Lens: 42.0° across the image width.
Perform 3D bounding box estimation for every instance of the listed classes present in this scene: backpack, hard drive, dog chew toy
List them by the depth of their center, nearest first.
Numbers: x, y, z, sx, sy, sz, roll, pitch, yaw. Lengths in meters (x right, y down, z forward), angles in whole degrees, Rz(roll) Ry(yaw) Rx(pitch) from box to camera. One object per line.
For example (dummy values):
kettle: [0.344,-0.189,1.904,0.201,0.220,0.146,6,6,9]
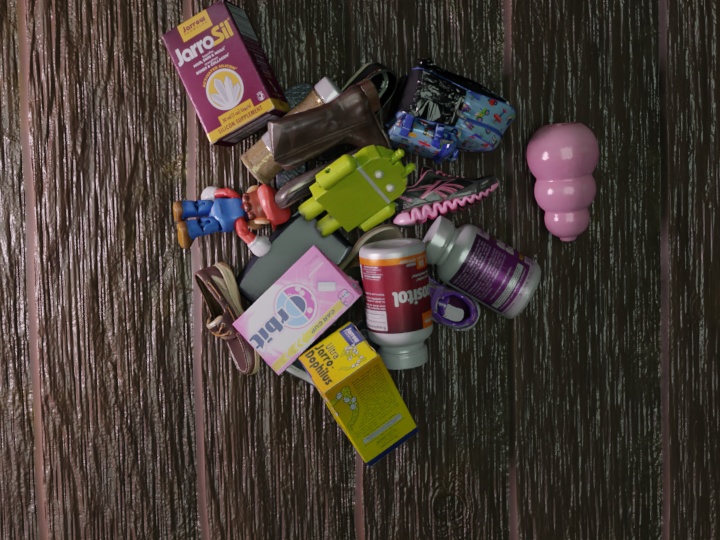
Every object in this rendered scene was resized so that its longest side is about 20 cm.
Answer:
backpack: [0.152,-0.252,1.576,0.198,0.183,0.136,18,88,-9]
dog chew toy: [0.353,-0.152,1.625,0.123,0.125,0.203,-7,102,-3]
hard drive: [-0.116,-0.005,1.639,0.135,0.042,0.200,43,90,-4]

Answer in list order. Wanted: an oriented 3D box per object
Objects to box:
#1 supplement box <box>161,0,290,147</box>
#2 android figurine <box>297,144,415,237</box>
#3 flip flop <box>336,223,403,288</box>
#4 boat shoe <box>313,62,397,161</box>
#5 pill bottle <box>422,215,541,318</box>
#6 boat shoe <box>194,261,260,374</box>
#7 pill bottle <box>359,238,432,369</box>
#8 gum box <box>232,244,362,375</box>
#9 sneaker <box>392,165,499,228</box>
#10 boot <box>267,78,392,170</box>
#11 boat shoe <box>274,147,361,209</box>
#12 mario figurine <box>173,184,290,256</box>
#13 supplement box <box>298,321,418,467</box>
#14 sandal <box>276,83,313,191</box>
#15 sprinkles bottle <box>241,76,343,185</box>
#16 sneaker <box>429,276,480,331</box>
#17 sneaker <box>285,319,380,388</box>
supplement box: [-0.221,-0.326,1.567,0.130,0.103,0.202,-27,88,14]
android figurine: [-0.002,-0.133,1.560,0.199,0.182,0.041,-32,54,9]
flip flop: [0.000,0.000,1.617,0.199,0.057,0.082,-38,129,-11]
boat shoe: [-0.014,-0.270,1.606,0.202,0.063,0.074,-52,128,-5]
pill bottle: [0.202,-0.010,1.619,0.198,0.112,0.113,30,91,-7]
boat shoe: [-0.234,0.089,1.611,0.071,0.072,0.203,-18,90,-39]
pill bottle: [0.062,0.055,1.556,0.111,0.113,0.203,-7,101,-3]
gum box: [-0.099,0.061,1.556,0.200,0.066,0.114,-44,88,0]
sneaker: [0.143,-0.144,1.638,0.197,0.079,0.097,-17,82,-3]
boot: [-0.052,-0.197,1.528,0.198,0.064,0.188,-30,129,-15]
boat shoe: [-0.051,-0.146,1.600,0.199,0.074,0.074,-29,103,-21]
mario figurine: [-0.217,-0.084,1.610,0.197,0.106,0.125,-9,100,-14]
supplement box: [-0.002,0.206,1.553,0.109,0.109,0.201,-33,128,-9]
sandal: [-0.116,-0.225,1.635,0.075,0.043,0.203,9,102,4]
sprinkles bottle: [-0.107,-0.232,1.564,0.200,0.068,0.068,-41,94,9]
sneaker: [0.120,0.051,1.633,0.198,0.088,0.082,19,93,-3]
sneaker: [-0.058,0.129,1.625,0.201,0.077,0.147,32,102,-14]
